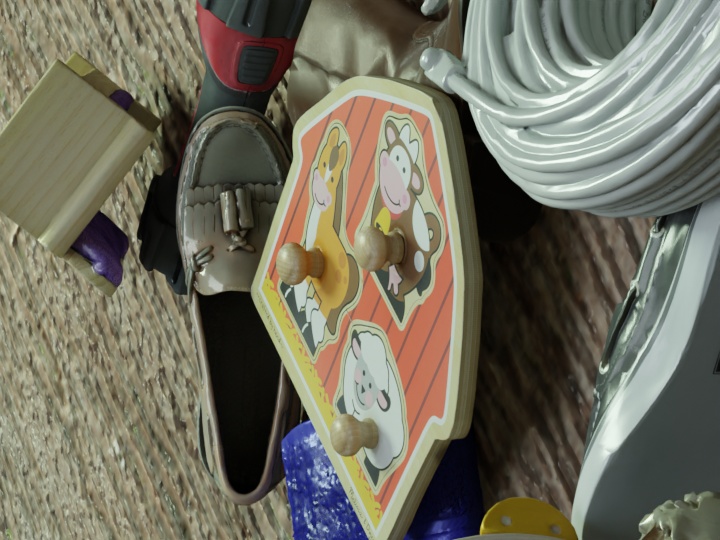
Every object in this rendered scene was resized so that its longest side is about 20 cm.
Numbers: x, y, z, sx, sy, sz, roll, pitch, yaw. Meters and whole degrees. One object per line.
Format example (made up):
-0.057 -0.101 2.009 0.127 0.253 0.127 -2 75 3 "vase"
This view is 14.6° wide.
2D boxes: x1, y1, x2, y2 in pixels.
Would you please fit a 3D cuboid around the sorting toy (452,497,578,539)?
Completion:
0.076 0.196 1.145 0.199 0.107 0.180 30 148 7 "sorting toy"

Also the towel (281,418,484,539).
0.013 0.159 1.334 0.148 0.049 0.201 -31 63 57 "towel"

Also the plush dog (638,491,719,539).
0.189 0.175 0.966 0.200 0.160 0.173 -128 28 -48 "plush dog"

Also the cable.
0.118 -0.114 1.082 0.200 0.069 0.200 -55 33 20 "cable"

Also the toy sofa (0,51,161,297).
-0.145 -0.056 1.507 0.083 0.097 0.200 -52 6 2 "toy sofa"

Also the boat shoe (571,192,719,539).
0.126 0.026 1.119 0.066 0.069 0.201 -123 43 -55 "boat shoe"

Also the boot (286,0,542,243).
0.028 -0.123 1.302 0.200 0.064 0.188 35 118 60 "boot"

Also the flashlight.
-0.073 -0.087 1.472 0.068 0.068 0.201 36 132 17 "flashlight"

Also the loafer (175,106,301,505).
-0.056 0.020 1.420 0.063 0.071 0.201 -99 7 -79 "loafer"

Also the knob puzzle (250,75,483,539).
0.000 0.000 1.274 0.219 0.030 0.221 11 103 63 "knob puzzle"
